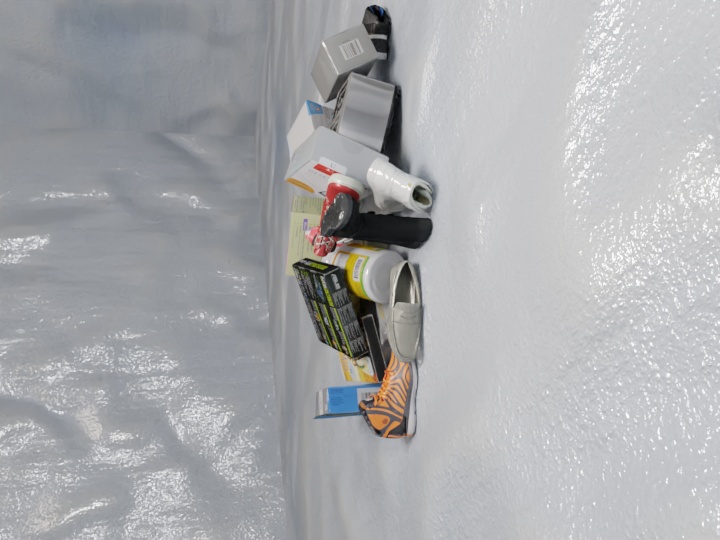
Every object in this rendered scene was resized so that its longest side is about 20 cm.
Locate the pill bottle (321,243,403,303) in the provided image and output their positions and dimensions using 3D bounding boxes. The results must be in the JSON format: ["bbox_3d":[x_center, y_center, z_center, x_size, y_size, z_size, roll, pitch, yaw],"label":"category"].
[{"bbox_3d":[0.000,0.000,1.461,0.199,0.110,0.112,14,105,54],"label":"pill bottle"}]

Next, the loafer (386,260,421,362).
[{"bbox_3d":[0.086,0.079,1.333,0.070,0.069,0.202,115,152,-75],"label":"loafer"}]

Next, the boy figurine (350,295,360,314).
[{"bbox_3d":[-0.042,0.071,1.610,0.200,0.064,0.126,-10,98,71],"label":"boy figurine"}]

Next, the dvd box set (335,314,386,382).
[{"bbox_3d":[-0.007,0.178,1.530,0.200,0.029,0.148,-16,88,66],"label":"dvd box set"}]

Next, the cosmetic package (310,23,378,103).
[{"bbox_3d":[-0.040,-0.458,1.511,0.091,0.106,0.200,63,166,-5],"label":"cosmetic package"}]

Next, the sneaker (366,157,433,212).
[{"bbox_3d":[0.088,-0.140,1.308,0.074,0.115,0.200,-58,-20,-2],"label":"sneaker"}]

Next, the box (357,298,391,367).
[{"bbox_3d":[0.038,0.115,1.551,0.159,0.048,0.201,108,155,-52],"label":"box"}]

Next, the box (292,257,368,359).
[{"bbox_3d":[-0.070,0.079,1.485,0.193,0.047,0.202,11,123,62],"label":"box"}]

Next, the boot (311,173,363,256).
[{"bbox_3d":[-0.053,-0.103,1.345,0.200,0.072,0.145,116,176,-77],"label":"boot"}]

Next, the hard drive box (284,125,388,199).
[{"bbox_3d":[-0.054,-0.210,1.403,0.200,0.155,0.078,-15,55,69],"label":"hard drive box"}]

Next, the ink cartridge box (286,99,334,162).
[{"bbox_3d":[-0.063,-0.306,1.660,0.126,0.198,0.129,-55,35,36],"label":"ink cartridge box"}]

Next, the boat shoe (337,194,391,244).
[{"bbox_3d":[0.003,-0.113,1.457,0.071,0.069,0.200,58,136,16],"label":"boat shoe"}]

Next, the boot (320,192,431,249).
[{"bbox_3d":[0.041,-0.087,1.255,0.165,0.198,0.066,161,117,-72],"label":"boot"}]

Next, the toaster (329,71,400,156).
[{"bbox_3d":[-0.001,-0.313,1.477,0.200,0.118,0.183,161,122,-74],"label":"toaster"}]

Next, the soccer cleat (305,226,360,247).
[{"bbox_3d":[-0.043,-0.046,1.594,0.076,0.199,0.067,15,77,56],"label":"soccer cleat"}]

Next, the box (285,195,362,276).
[{"bbox_3d":[-0.078,-0.077,1.661,0.097,0.198,0.177,-91,8,-58],"label":"box"}]

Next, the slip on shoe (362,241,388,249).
[{"bbox_3d":[0.028,-0.119,1.542,0.061,0.073,0.202,-157,62,-77],"label":"slip on shoe"}]

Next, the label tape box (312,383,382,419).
[{"bbox_3d":[-0.033,0.318,1.637,0.200,0.143,0.064,135,133,-69],"label":"label tape box"}]

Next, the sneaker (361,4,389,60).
[{"bbox_3d":[0.019,-0.558,1.565,0.200,0.072,0.113,-133,47,-56],"label":"sneaker"}]

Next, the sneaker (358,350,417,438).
[{"bbox_3d":[0.053,0.244,1.379,0.078,0.111,0.202,169,100,-74],"label":"sneaker"}]
